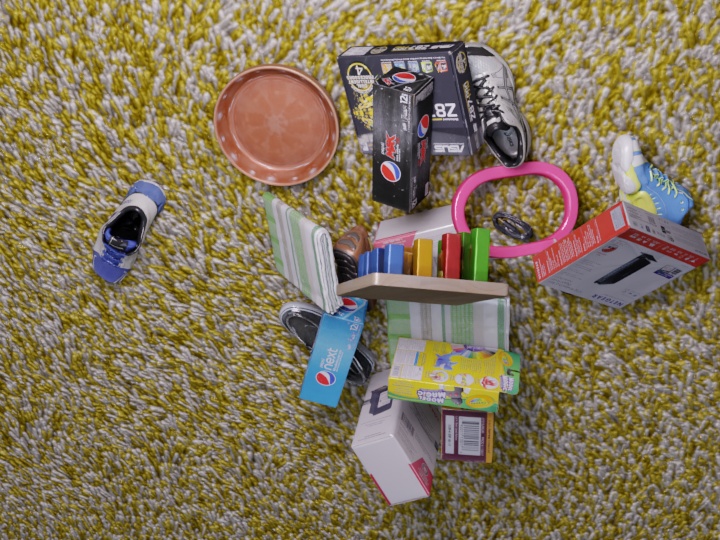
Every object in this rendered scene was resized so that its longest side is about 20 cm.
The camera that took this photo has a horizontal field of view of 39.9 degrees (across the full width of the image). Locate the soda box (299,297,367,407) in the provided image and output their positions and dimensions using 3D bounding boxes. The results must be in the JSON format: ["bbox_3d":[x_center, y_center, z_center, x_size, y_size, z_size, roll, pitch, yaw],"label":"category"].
[{"bbox_3d":[-0.046,0.132,1.646,0.068,0.064,0.200,15,127,-3],"label":"soda box"}]

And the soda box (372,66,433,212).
[{"bbox_3d":[0.060,-0.188,1.437,0.071,0.063,0.200,21,132,24],"label":"soda box"}]

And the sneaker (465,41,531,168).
[{"bbox_3d":[0.199,-0.243,1.463,0.076,0.088,0.200,-24,112,23],"label":"sneaker"}]

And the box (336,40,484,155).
[{"bbox_3d":[0.073,-0.252,1.460,0.200,0.049,0.161,6,127,34],"label":"box"}]

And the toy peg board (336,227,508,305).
[{"bbox_3d":[0.087,-0.010,1.447,0.199,0.200,0.098,5,82,-16],"label":"toy peg board"}]

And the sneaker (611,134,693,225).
[{"bbox_3d":[0.444,-0.130,1.503,0.105,0.076,0.200,-15,130,6],"label":"sneaker"}]

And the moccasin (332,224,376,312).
[{"bbox_3d":[-0.001,-0.001,1.630,0.074,0.078,0.201,22,150,27],"label":"moccasin"}]

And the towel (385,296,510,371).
[{"bbox_3d":[0.143,0.098,1.615,0.200,0.031,0.149,2,120,10],"label":"towel"}]

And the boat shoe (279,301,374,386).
[{"bbox_3d":[-0.058,0.128,1.730,0.200,0.071,0.072,34,120,-11],"label":"boat shoe"}]

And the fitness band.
[{"bbox_3d":[0.238,-0.093,1.525,0.200,0.037,0.144,-9,93,-7],"label":"fitness band"}]

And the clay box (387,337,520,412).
[{"bbox_3d":[0.150,0.165,1.568,0.200,0.115,0.048,8,122,8],"label":"clay box"}]

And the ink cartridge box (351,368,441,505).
[{"bbox_3d":[0.068,0.282,1.728,0.084,0.200,0.145,-20,115,23],"label":"ink cartridge box"}]

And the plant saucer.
[{"bbox_3d":[-0.130,-0.229,1.556,0.200,0.032,0.200,4,120,7],"label":"plant saucer"}]

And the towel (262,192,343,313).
[{"bbox_3d":[-0.093,-0.033,1.581,0.031,0.200,0.149,-20,121,-23],"label":"towel"}]

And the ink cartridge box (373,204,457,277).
[{"bbox_3d":[0.122,0.006,1.623,0.146,0.085,0.200,-13,116,16],"label":"ink cartridge box"}]

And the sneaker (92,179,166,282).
[{"bbox_3d":[-0.405,-0.053,1.655,0.081,0.115,0.199,31,120,-9],"label":"sneaker"}]

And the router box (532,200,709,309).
[{"bbox_3d":[0.396,-0.018,1.509,0.200,0.049,0.179,15,143,-35],"label":"router box"}]

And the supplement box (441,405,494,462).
[{"bbox_3d":[0.185,0.215,1.667,0.086,0.200,0.110,3,121,8],"label":"supplement box"}]

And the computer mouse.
[{"bbox_3d":[0.295,-0.032,1.608,0.200,0.034,0.059,42,140,-10],"label":"computer mouse"}]
